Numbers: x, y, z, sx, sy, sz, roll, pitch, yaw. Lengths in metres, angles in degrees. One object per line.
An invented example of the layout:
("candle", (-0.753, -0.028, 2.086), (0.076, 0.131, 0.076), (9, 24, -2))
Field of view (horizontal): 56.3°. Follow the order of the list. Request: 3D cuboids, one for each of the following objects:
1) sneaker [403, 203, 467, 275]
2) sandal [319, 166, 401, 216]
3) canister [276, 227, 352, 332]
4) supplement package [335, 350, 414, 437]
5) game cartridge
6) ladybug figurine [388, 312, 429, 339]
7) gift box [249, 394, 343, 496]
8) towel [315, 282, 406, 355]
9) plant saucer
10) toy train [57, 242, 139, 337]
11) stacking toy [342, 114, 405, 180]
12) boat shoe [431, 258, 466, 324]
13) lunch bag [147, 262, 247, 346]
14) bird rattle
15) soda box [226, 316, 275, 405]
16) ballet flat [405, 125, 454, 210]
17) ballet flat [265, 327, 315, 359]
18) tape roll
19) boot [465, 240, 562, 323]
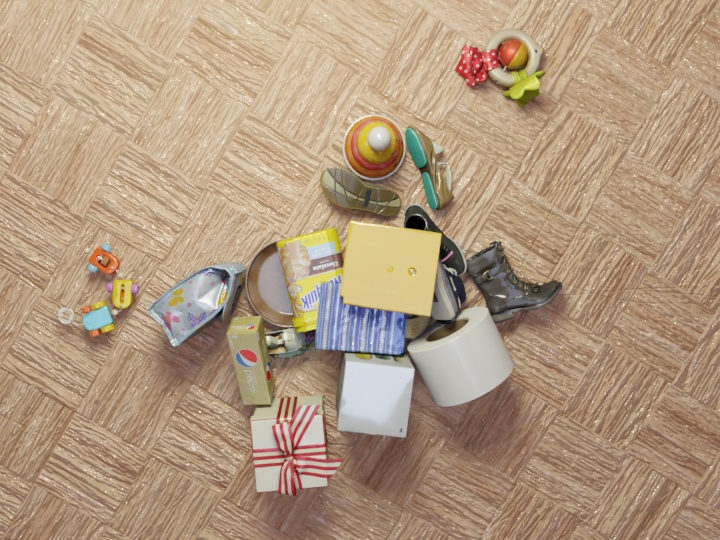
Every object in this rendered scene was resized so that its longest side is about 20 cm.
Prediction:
("sneaker", (0.162, -0.058, 1.509), (0.071, 0.099, 0.201), (-39, 93, 21))
("sandal", (-0.003, -0.176, 1.527), (0.198, 0.054, 0.081), (17, 100, -19))
("canister", (-0.097, 0.019, 1.485), (0.147, 0.087, 0.203), (-14, 95, -3))
("supplement package", (0.028, 0.258, 1.492), (0.150, 0.200, 0.153), (7, 96, -4))
("game cartridge", (0.062, -0.004, 1.419), (0.197, 0.032, 0.179), (9, 90, 3))
("ladybug figurine", (0.095, 0.058, 1.529), (0.134, 0.072, 0.203), (-10, 94, -29))
("gift box", (-0.142, 0.377, 1.504), (0.197, 0.187, 0.187), (-9, 97, -1))
("towel", (0.005, 0.106, 1.451), (0.197, 0.024, 0.147), (6, 92, -13))
("plant saucer", (-0.163, 0.027, 1.544), (0.197, 0.037, 0.203), (0, 96, -3))
("toy train", (-0.584, 0.047, 1.521), (0.149, 0.056, 0.201), (31, 91, -4))
("stacking toy", (0.034, -0.269, 1.440), (0.144, 0.200, 0.148), (0, 96, -2))
("boat shoe", (0.175, 0.012, 1.506), (0.074, 0.093, 0.202), (-1, 119, 39))
("lunch bag", (-0.337, 0.060, 1.472), (0.199, 0.170, 0.128), (-38, 95, 1))
("bird rattle", (0.323, -0.461, 1.506), (0.198, 0.113, 0.164), (30, 82, 8))
("soda box", (-0.240, 0.202, 1.488), (0.067, 0.064, 0.202), (-3, 120, 5))
("ballet flat", (0.164, -0.238, 1.523), (0.072, 0.068, 0.202), (-24, 97, -20))
("ballet flat", (-0.191, 0.165, 1.534), (0.197, 0.071, 0.070), (-11, 64, 0))
("tape roll", (0.221, 0.189, 1.493), (0.201, 0.203, 0.140), (-28, 96, 1))
("boot", (0.345, 0.012, 1.544), (0.198, 0.069, 0.176), (-24, 96, 7))
